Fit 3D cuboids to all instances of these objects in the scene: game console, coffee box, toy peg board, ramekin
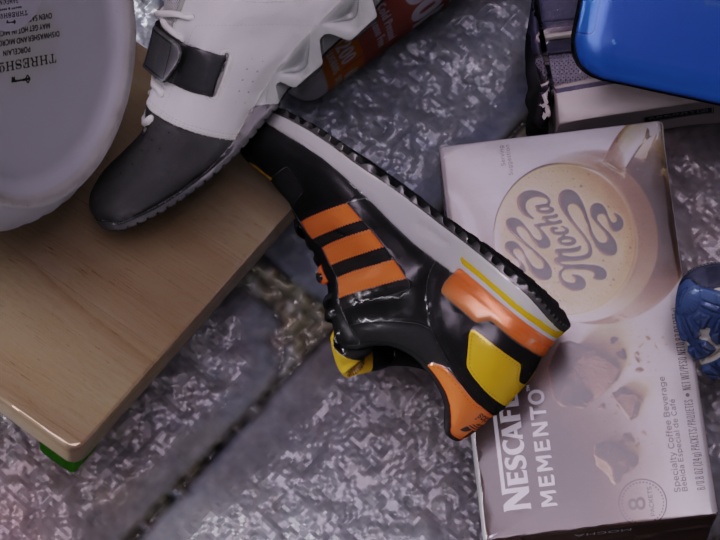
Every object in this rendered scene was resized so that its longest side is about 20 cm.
[{"bbox_3d":[0.203,-0.160,1.200,0.200,0.118,0.171,11,91,-8],"label":"game console"},{"bbox_3d":[0.105,0.038,1.187,0.113,0.080,0.200,-6,74,2],"label":"coffee box"},{"bbox_3d":[-0.160,-0.015,1.225,0.200,0.098,0.199,34,63,12],"label":"toy peg board"},{"bbox_3d":[-0.190,-0.107,1.089,0.105,0.200,0.200,4,72,32],"label":"ramekin"}]

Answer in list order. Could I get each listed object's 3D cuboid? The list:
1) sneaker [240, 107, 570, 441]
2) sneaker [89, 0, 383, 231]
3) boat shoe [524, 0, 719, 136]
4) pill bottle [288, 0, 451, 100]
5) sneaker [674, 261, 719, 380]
[{"bbox_3d":[0.000,0.000,1.143,0.200,0.070,0.090,36,93,26],"label":"sneaker"},{"bbox_3d":[-0.072,-0.108,1.146,0.088,0.074,0.200,42,97,-20],"label":"sneaker"},{"bbox_3d":[0.178,-0.125,1.232,0.200,0.075,0.093,-7,78,0],"label":"boat shoe"},{"bbox_3d":[0.018,-0.186,1.241,0.200,0.112,0.112,-37,75,-7],"label":"pill bottle"},{"bbox_3d":[0.231,0.013,1.170,0.200,0.077,0.085,9,56,-29],"label":"sneaker"}]
